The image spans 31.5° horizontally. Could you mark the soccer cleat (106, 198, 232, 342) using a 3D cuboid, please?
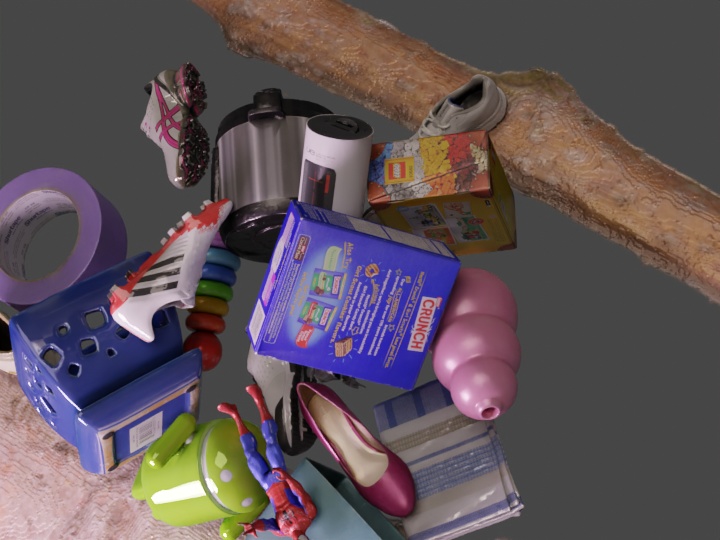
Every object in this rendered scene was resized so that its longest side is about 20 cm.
[{"bbox_3d":[-0.215,-0.002,1.529,0.085,0.069,0.200,45,73,-6],"label":"soccer cleat"}]

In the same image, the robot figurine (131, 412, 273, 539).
[{"bbox_3d":[-0.186,0.246,1.559,0.198,0.176,0.116,-18,34,31],"label":"robot figurine"}]

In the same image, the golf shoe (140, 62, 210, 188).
[{"bbox_3d":[-0.263,-0.194,1.793,0.091,0.073,0.202,-17,56,17],"label":"golf shoe"}]

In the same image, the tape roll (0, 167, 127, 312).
[{"bbox_3d":[-0.431,-0.035,1.775,0.197,0.085,0.203,-6,68,14],"label":"tape roll"}]

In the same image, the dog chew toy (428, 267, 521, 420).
[{"bbox_3d":[0.136,0.092,1.508,0.123,0.125,0.201,-20,43,9],"label":"dog chew toy"}]

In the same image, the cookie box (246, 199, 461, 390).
[{"bbox_3d":[-0.009,0.031,1.461,0.198,0.075,0.173,15,108,-18],"label":"cookie box"}]

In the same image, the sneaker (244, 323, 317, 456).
[{"bbox_3d":[-0.100,0.142,1.623,0.079,0.074,0.202,-21,60,25],"label":"sneaker"}]

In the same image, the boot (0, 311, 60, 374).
[{"bbox_3d":[-0.496,0.085,1.710,0.198,0.155,0.073,24,78,23],"label":"boot"}]

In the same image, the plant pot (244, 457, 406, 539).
[{"bbox_3d":[-0.061,0.350,1.491,0.200,0.141,0.141,-48,64,1],"label":"plant pot"}]

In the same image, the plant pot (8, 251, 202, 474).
[{"bbox_3d":[-0.305,0.128,1.593,0.199,0.201,0.180,-29,69,-23],"label":"plant pot"}]

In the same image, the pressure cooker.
[{"bbox_3d":[-0.100,-0.127,1.640,0.175,0.177,0.203,-30,58,48],"label":"pressure cooker"}]

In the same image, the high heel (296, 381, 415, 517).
[{"bbox_3d":[-0.008,0.210,1.521,0.067,0.096,0.201,-40,50,6],"label":"high heel"}]

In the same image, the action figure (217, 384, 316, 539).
[{"bbox_3d":[-0.109,0.224,1.421,0.065,0.099,0.201,-33,68,12],"label":"action figure"}]

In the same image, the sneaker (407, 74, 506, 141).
[{"bbox_3d":[0.102,-0.182,1.663,0.200,0.087,0.074,-47,66,-2],"label":"sneaker"}]

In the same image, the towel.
[{"bbox_3d":[0.102,0.225,1.533,0.145,0.024,0.202,-23,56,9],"label":"towel"}]

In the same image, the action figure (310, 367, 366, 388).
[{"bbox_3d":[0.009,0.066,1.573,0.200,0.130,0.069,-46,56,-1],"label":"action figure"}]

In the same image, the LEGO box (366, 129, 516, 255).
[{"bbox_3d":[0.103,-0.087,1.564,0.147,0.200,0.078,-5,69,14],"label":"LEGO box"}]

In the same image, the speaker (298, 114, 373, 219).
[{"bbox_3d":[-0.034,-0.078,1.494,0.080,0.081,0.202,20,119,23],"label":"speaker"}]

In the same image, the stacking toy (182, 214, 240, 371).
[{"bbox_3d":[-0.203,0.033,1.686,0.084,0.085,0.203,3,76,18],"label":"stacking toy"}]

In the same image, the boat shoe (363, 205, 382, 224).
[{"bbox_3d":[0.000,0.000,1.634,0.071,0.071,0.202,10,72,21],"label":"boat shoe"}]
